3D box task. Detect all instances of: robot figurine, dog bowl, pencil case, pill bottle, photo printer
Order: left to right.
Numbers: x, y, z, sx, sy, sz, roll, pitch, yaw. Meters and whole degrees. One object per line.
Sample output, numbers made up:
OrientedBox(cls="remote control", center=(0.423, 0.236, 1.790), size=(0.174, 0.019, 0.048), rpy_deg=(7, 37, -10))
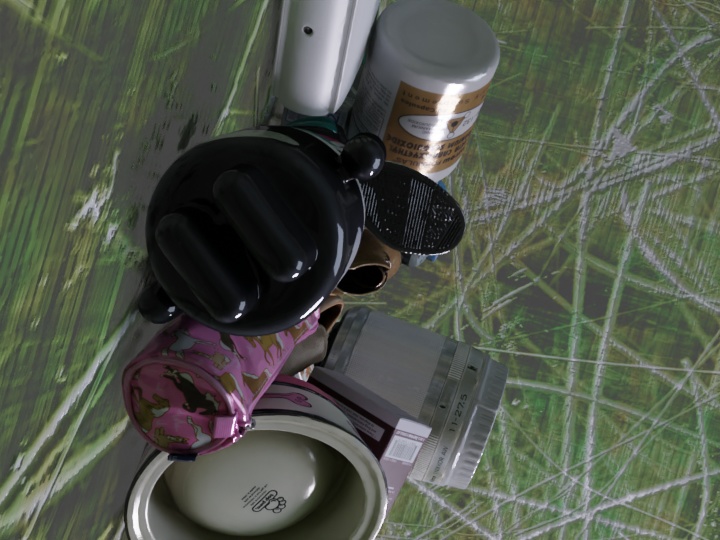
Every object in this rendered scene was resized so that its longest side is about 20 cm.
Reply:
OrientedBox(cls="pencil case", center=(-0.091, 0.053, 0.744), size=(0.087, 0.083, 0.200), rpy_deg=(65, 23, -16))
OrientedBox(cls="dog bowl", center=(-0.083, 0.165, 0.816), size=(0.074, 0.200, 0.200), rpy_deg=(-107, -153, -56))
OrientedBox(cls="robot figurine", center=(-0.060, -0.028, 0.658), size=(0.200, 0.150, 0.125), rpy_deg=(-61, 154, -78))
OrientedBox(cls="photo printer", center=(-0.016, -0.252, 0.852), size=(0.200, 0.069, 0.166), rpy_deg=(104, 3, -46))
OrientedBox(cls="pill bottle", center=(0.049, -0.146, 0.980), size=(0.200, 0.114, 0.114), rpy_deg=(109, 0, -50))

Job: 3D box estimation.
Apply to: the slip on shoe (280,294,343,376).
OrientedBox(cls="slip on shoe", center=(-0.059, 0.063, 0.936), size=(0.200, 0.061, 0.076), rpy_deg=(-68, 173, -71))

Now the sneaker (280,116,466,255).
OrientedBox(cls="sneaker", center=(-0.007, -0.079, 0.937), size=(0.084, 0.200, 0.121), rpy_deg=(-64, -165, 15))

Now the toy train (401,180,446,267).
OrientedBox(cls="toy train", center=(0.007, -0.069, 1.157), size=(0.114, 0.200, 0.087), rpy_deg=(-58, 169, -37))

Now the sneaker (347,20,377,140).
OrientedBox(cls="sneaker", center=(-0.009, -0.194, 1.135), size=(0.080, 0.070, 0.200), rpy_deg=(118, -20, -48))

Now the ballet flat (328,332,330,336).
OrientedBox(cls="ballet flat", center=(-0.066, 0.047, 1.125), size=(0.200, 0.073, 0.073), rpy_deg=(-144, -110, -75))

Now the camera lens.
OrientedBox(cls="camera lens", center=(0.046, 0.139, 1.153), size=(0.160, 0.200, 0.160), rpy_deg=(20, 90, -85))

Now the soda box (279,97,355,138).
OrientedBox(cls="soda box", center=(-0.060, -0.080, 1.044), size=(0.068, 0.063, 0.200), rpy_deg=(-67, 173, -70))

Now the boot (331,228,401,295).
OrientedBox(cls="boot", center=(0.000, 0.000, 0.944), size=(0.200, 0.075, 0.074), rpy_deg=(-2, 113, -64))

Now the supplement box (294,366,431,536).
OrientedBox(cls="supplement box", center=(-0.034, 0.200, 0.920), size=(0.061, 0.109, 0.200), rpy_deg=(28, 90, -54))

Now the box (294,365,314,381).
OrientedBox(cls="box", center=(-0.059, 0.150, 1.060), size=(0.039, 0.041, 0.200), rpy_deg=(-74, 159, -45))
